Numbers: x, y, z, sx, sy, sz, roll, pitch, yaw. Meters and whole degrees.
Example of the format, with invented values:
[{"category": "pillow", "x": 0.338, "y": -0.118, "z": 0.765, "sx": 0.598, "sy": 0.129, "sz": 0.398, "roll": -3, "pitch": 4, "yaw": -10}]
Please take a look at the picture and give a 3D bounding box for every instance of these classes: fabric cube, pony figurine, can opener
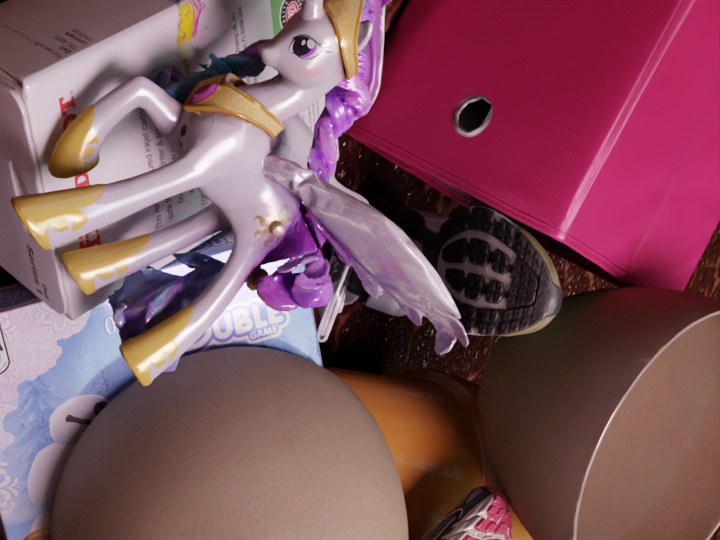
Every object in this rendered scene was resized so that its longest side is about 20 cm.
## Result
[{"category": "fabric cube", "x": 0.146, "y": -0.119, "z": 1.007, "sx": 0.200, "sy": 0.196, "sz": 0.200, "roll": 25, "pitch": 94, "yaw": -55}, {"category": "pony figurine", "x": -0.048, "y": -0.036, "z": 0.736, "sx": 0.199, "sy": 0.167, "sz": 0.194, "roll": -34, "pitch": 129, "yaw": -6}, {"category": "can opener", "x": 0.000, "y": 0.000, "z": 0.948, "sx": 0.200, "sy": 0.066, "sz": 0.053, "roll": -85, "pitch": -165, "yaw": -75}]

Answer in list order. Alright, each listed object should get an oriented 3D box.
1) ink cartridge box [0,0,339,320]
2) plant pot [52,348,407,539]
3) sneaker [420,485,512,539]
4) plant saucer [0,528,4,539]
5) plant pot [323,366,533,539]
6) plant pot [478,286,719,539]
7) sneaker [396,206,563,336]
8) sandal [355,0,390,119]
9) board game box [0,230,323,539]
[{"category": "ink cartridge box", "x": -0.111, "y": -0.090, "z": 0.801, "sx": 0.199, "sy": 0.084, "sz": 0.146, "roll": -34, "pitch": 137, "yaw": -33}, {"category": "plant pot", "x": -0.057, "y": 0.160, "z": 0.800, "sx": 0.199, "sy": 0.134, "sz": 0.202, "roll": -6, "pitch": 110, "yaw": -17}, {"category": "sneaker", "x": 0.015, "y": 0.208, "z": 0.936, "sx": 0.200, "sy": 0.075, "sz": 0.081, "roll": -44, "pitch": 143, "yaw": -5}, {"category": "plant saucer", "x": -0.181, "y": 0.168, "z": 0.942, "sx": 0.200, "sy": 0.037, "sz": 0.201, "roll": -31, "pitch": 137, "yaw": -35}, {"category": "plant pot", "x": -0.004, "y": 0.150, "z": 1.037, "sx": 0.183, "sy": 0.200, "sz": 0.201, "roll": 26, "pitch": 93, "yaw": -39}, {"category": "plant pot", "x": 0.154, "y": 0.091, "z": 0.966, "sx": 0.199, "sy": 0.134, "sz": 0.202, "roll": -25, "pitch": 128, "yaw": -35}, {"category": "sneaker", "x": 0.087, "y": 0.001, "z": 0.946, "sx": 0.088, "sy": 0.200, "sz": 0.078, "roll": 11, "pitch": 95, "yaw": -24}, {"category": "sandal", "x": -0.001, "y": -0.178, "z": 0.907, "sx": 0.082, "sy": 0.050, "sz": 0.204, "roll": -36, "pitch": 138, "yaw": -31}, {"category": "board game box", "x": -0.116, "y": 0.088, "z": 0.856, "sx": 0.198, "sy": 0.043, "sz": 0.201, "roll": -17, "pitch": 113, "yaw": -16}]
